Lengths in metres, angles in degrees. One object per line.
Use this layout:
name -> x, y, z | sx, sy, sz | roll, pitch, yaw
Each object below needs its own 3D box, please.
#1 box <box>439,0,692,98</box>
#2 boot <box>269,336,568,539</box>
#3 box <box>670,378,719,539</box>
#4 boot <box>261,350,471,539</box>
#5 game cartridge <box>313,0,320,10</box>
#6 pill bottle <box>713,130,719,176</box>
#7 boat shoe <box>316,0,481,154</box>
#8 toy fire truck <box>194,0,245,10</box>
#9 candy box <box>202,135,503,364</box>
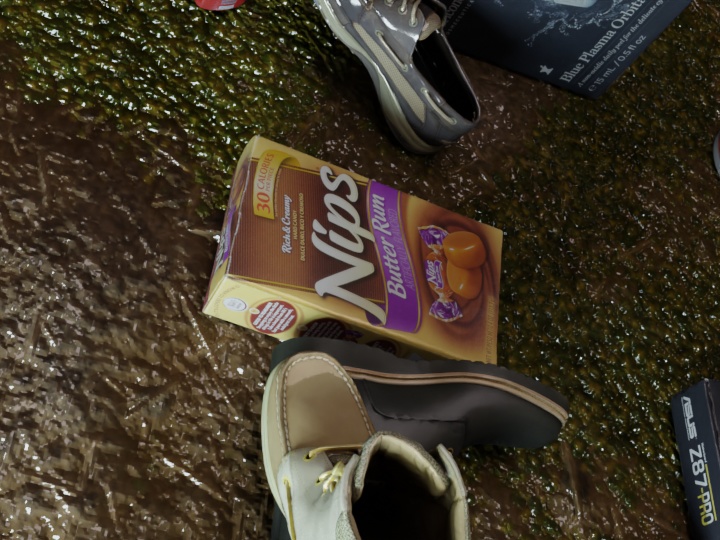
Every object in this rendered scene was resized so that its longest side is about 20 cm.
box -> 0.169, -0.269, 0.902 | 0.197, 0.197, 0.119 | 15, 57, -19
boot -> 0.035, 0.130, 0.678 | 0.196, 0.078, 0.141 | 8, 62, -9
box -> 0.336, 0.179, 0.820 | 0.197, 0.049, 0.164 | 14, 59, -22
boot -> -0.001, 0.108, 0.550 | 0.071, 0.155, 0.203 | -7, 61, -15
game cartridge -> -0.032, -0.309, 0.872 | 0.133, 0.040, 0.203 | 47, 37, -45
pill bottle -> 0.417, -0.138, 0.955 | 0.110, 0.200, 0.114 | 13, 56, -20
boat shoe -> 0.032, -0.185, 0.811 | 0.201, 0.072, 0.075 | 56, 47, -23
toy fire truck -> -0.123, -0.315, 0.805 | 0.048, 0.141, 0.202 | -18, 71, -34
candy box -> 0.000, 0.000, 0.740 | 0.197, 0.057, 0.118 | 19, 55, -16
